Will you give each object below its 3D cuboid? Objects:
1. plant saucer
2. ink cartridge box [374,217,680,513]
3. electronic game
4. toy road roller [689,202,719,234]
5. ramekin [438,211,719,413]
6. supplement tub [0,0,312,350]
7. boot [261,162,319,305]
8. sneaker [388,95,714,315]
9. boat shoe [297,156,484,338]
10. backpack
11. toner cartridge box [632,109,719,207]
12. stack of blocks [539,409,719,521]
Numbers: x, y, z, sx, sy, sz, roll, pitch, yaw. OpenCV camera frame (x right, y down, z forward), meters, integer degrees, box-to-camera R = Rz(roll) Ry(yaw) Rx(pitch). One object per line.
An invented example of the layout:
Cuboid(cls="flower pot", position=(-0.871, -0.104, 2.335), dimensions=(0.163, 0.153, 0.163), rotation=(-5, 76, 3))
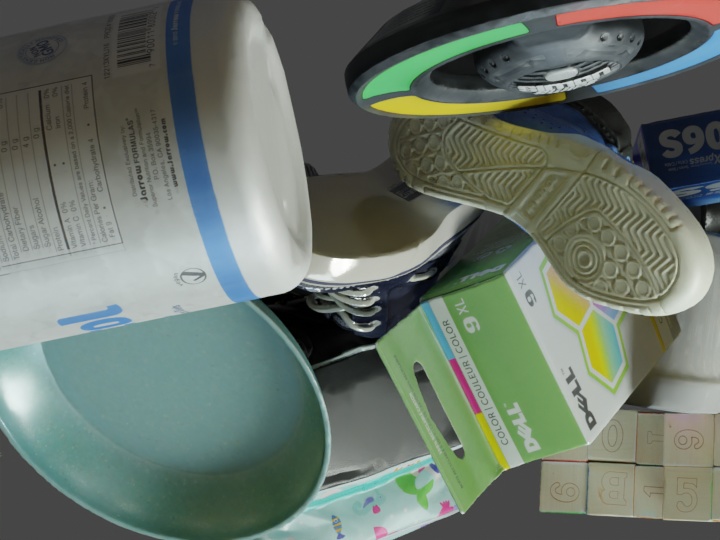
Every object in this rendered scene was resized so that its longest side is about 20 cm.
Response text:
Cuboid(cls="plant saucer", position=(-0.103, 0.056, 1.471), dimensions=(0.200, 0.200, 0.036), rotation=(-16, -152, 34))
Cuboid(cls="ink cartridge box", position=(0.094, 0.035, 1.502), dimensions=(0.059, 0.104, 0.200), rotation=(-19, -167, 33))
Cuboid(cls="electronic game", position=(0.091, -0.103, 1.306), dimensions=(0.200, 0.042, 0.200), rotation=(-9, 171, -1))
Cuboid(cls="toy road roller", position=(0.244, 0.006, 1.826), dimensions=(0.123, 0.146, 0.200), rotation=(-9, 172, -19))
Cuboid(cls="ramekin", position=(0.131, 0.013, 1.701), dimensions=(0.200, 0.105, 0.200), rotation=(11, -176, -1))
Cuboid(cls="supplement tub", position=(-0.130, -0.036, 1.191), dimensions=(0.200, 0.132, 0.132), rotation=(-12, 171, 8))
Cuboid(cls="boot", position=(-0.089, -0.007, 1.590), dimensions=(0.154, 0.074, 0.204), rotation=(-12, 177, 4))
Cuboid(cls="sneaker", position=(0.119, -0.041, 1.427), dimensions=(0.200, 0.077, 0.111), rotation=(27, -157, 38))
Cuboid(cls="boat shoe", position=(0.000, 0.000, 1.456), dimensions=(0.200, 0.075, 0.093), rotation=(-22, 141, -58))
Cuboid(cls="backpack", position=(-0.040, 0.087, 1.631), dimensions=(0.178, 0.151, 0.200), rotation=(-19, -164, -26))
Cuboid(cls="toner cartridge box", position=(0.264, -0.076, 1.669), dimensions=(0.200, 0.043, 0.095), rotation=(-10, 173, 1))
Cuboid(cls="stack of blocks", position=(0.199, 0.107, 1.534), dimensions=(0.200, 0.059, 0.115), rotation=(1, 176, 29))
